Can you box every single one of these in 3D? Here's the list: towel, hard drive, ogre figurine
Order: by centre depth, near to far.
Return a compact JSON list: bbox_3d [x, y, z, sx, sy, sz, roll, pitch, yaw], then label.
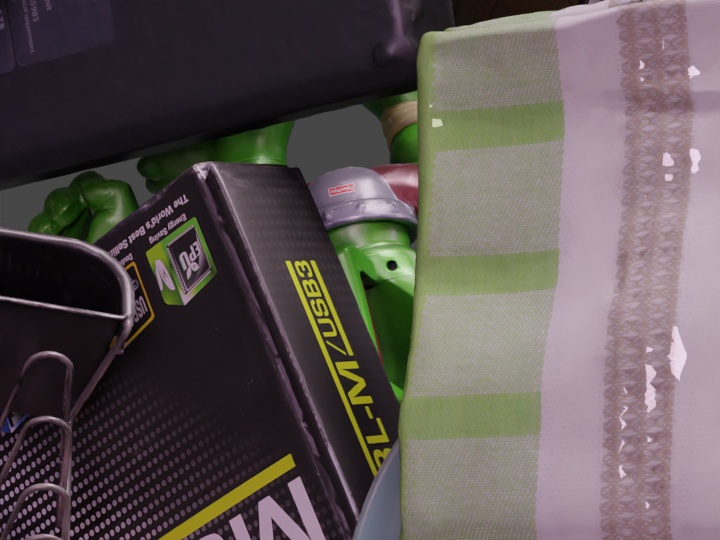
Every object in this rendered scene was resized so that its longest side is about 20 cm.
[{"bbox_3d":[0.100,-0.006,0.633,0.199,0.031,0.150,-6,69,27],"label":"towel"},{"bbox_3d":[-0.072,-0.104,0.776,0.199,0.033,0.141,-11,87,30],"label":"hard drive"},{"bbox_3d":[0.000,0.000,0.799,0.198,0.098,0.121,-7,63,-6],"label":"ogre figurine"}]

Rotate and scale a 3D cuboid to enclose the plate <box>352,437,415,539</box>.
[{"bbox_3d":[0.091,0.101,0.686,0.199,0.026,0.201,10,62,-18],"label":"plate"}]

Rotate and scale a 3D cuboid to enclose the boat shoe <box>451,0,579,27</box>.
[{"bbox_3d":[0.012,-0.133,0.846,0.199,0.073,0.065,29,48,8],"label":"boat shoe"}]

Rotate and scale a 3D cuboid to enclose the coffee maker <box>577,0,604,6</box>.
[{"bbox_3d":[0.190,-0.055,0.722,0.192,0.135,0.200,-33,54,-22],"label":"coffee maker"}]

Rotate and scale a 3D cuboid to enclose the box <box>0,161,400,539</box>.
[{"bbox_3d":[-0.060,0.100,0.755,0.200,0.047,0.194,-34,68,34],"label":"box"}]

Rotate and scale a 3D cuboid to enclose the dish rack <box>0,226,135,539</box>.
[{"bbox_3d":[-0.136,0.069,0.656,0.152,0.055,0.201,8,43,-12],"label":"dish rack"}]
